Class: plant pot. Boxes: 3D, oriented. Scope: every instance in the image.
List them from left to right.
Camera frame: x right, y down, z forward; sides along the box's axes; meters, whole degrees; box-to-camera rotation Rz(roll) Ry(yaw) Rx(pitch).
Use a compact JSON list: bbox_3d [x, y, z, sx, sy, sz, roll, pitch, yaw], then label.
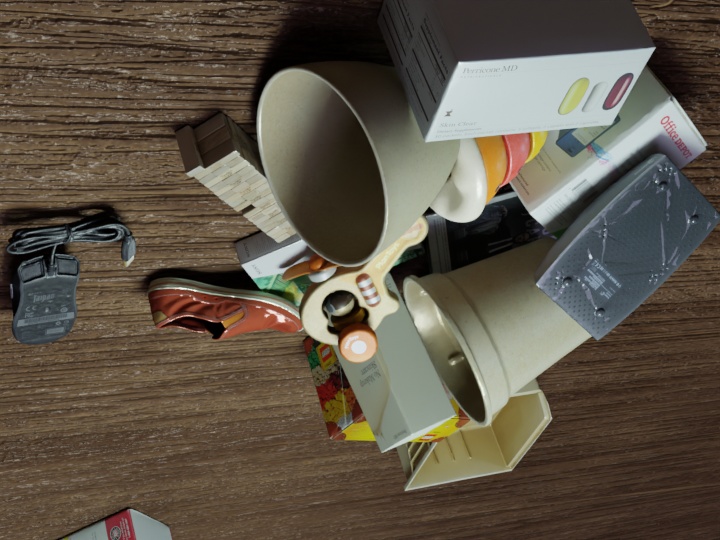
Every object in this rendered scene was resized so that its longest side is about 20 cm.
[{"bbox_3d":[0.178,0.056,1.566,0.183,0.201,0.201,-28,152,-10],"label":"plant pot"}]

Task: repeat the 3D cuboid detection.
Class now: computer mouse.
[{"bbox_3d":[-0.318,0.001,1.424,0.140,0.046,0.200,-13,145,-21],"label":"computer mouse"}]

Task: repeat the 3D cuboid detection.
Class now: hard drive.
[{"bbox_3d":[0.297,-0.029,1.465,0.200,0.042,0.135,-46,121,8],"label":"hard drive"}]

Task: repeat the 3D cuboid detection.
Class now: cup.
[{"bbox_3d":[0.013,-0.123,1.279,0.143,0.200,0.200,-26,158,-32],"label":"cup"}]

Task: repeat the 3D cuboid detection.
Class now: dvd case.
[{"bbox_3d":[0.179,-0.040,1.615,0.199,0.025,0.151,-16,129,-6],"label":"dvd case"}]

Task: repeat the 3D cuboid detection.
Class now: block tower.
[{"bbox_3d":[-0.114,-0.095,1.369,0.058,0.054,0.200,-29,150,15],"label":"block tower"}]

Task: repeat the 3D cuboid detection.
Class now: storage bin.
[{"bbox_3d":[0.176,0.253,2.087,0.199,0.094,0.199,-6,148,-22],"label":"storage bin"}]

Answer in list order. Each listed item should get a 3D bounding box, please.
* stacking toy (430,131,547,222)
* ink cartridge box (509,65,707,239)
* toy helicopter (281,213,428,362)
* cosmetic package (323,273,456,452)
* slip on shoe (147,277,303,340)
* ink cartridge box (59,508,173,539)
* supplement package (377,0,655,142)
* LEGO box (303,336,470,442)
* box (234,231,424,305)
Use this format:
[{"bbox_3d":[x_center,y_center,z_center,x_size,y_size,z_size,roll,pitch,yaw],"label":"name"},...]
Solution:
[{"bbox_3d":[0.152,-0.151,1.390,0.200,0.146,0.146,-26,155,-22],"label":"stacking toy"},{"bbox_3d":[0.277,-0.131,1.484,0.200,0.088,0.145,-37,148,14],"label":"ink cartridge box"},{"bbox_3d":[0.000,0.000,1.508,0.132,0.079,0.200,33,108,-20],"label":"toy helicopter"},{"bbox_3d":[0.031,0.116,1.636,0.073,0.200,0.104,-18,167,-28],"label":"cosmetic package"},{"bbox_3d":[-0.159,0.056,1.551,0.200,0.061,0.074,11,158,-27],"label":"slip on shoe"},{"bbox_3d":[-0.409,0.501,2.097,0.200,0.146,0.145,-25,151,10],"label":"ink cartridge box"},{"bbox_3d":[0.140,-0.219,1.208,0.199,0.156,0.111,-8,148,-19],"label":"supplement package"},{"bbox_3d":[0.037,0.150,1.773,0.200,0.149,0.077,9,143,-39],"label":"LEGO box"},{"bbox_3d":[-0.033,-0.026,1.552,0.200,0.036,0.144,-22,151,7],"label":"box"}]
